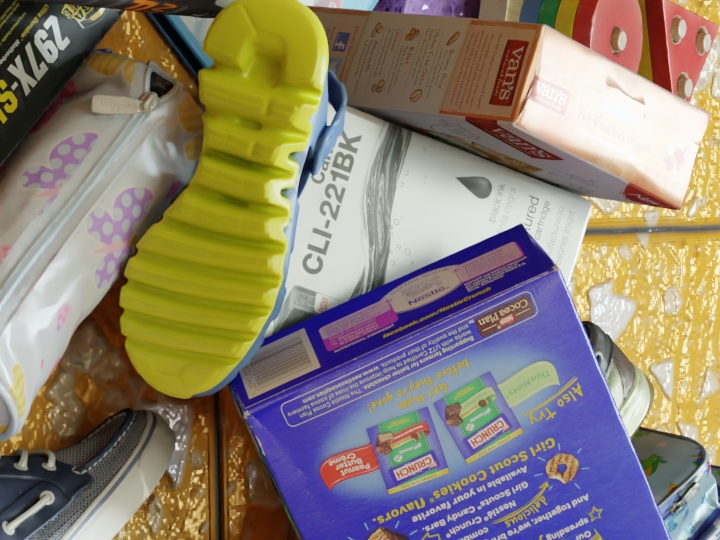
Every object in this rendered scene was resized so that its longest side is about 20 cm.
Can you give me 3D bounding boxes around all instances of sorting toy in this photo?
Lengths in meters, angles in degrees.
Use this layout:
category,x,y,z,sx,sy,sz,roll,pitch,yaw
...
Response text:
category,x,y,z,sx,sy,sz,roll,pitch,yaw
sorting toy,0.151,-0.171,1.696,0.200,0.069,0.200,13,83,-59

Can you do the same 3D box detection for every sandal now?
category,x,y,z,sx,sy,sz,roll,pitch,yaw
sandal,-0.053,-0.032,1.395,0.201,0.079,0.087,-68,165,6

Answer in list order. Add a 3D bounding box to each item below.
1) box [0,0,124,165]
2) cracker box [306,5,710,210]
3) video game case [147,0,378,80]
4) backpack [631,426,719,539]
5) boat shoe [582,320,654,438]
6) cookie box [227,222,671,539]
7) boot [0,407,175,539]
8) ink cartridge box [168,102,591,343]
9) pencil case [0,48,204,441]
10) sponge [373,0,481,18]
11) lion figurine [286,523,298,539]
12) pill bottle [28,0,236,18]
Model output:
category,x,y,z,sx,sy,sz,roll,pitch,yaw
box,-0.207,-0.129,1.359,0.200,0.049,0.160,-56,131,-31
cracker box,0.063,-0.086,1.505,0.134,0.200,0.058,23,81,-40
video game case,-0.068,-0.179,1.530,0.200,0.018,0.143,53,54,-34
backpack,0.126,0.185,1.632,0.200,0.183,0.147,-45,120,-25
boat shoe,0.081,0.110,1.565,0.065,0.073,0.200,52,59,-24
cookie box,0.048,0.105,1.432,0.171,0.075,0.200,-24,113,-1
boot,-0.168,0.108,1.393,0.090,0.073,0.200,51,42,-12
ink cartridge box,0.000,0.000,1.495,0.199,0.084,0.145,20,79,-17
pencil case,-0.150,-0.013,1.389,0.083,0.091,0.200,43,61,-18
sponge,0.060,-0.174,1.661,0.111,0.030,0.201,23,74,-45
lion figurine,0.003,0.110,1.575,0.122,0.072,0.201,28,73,-41
pill bottle,-0.101,-0.174,1.361,0.200,0.106,0.107,1,90,-47
